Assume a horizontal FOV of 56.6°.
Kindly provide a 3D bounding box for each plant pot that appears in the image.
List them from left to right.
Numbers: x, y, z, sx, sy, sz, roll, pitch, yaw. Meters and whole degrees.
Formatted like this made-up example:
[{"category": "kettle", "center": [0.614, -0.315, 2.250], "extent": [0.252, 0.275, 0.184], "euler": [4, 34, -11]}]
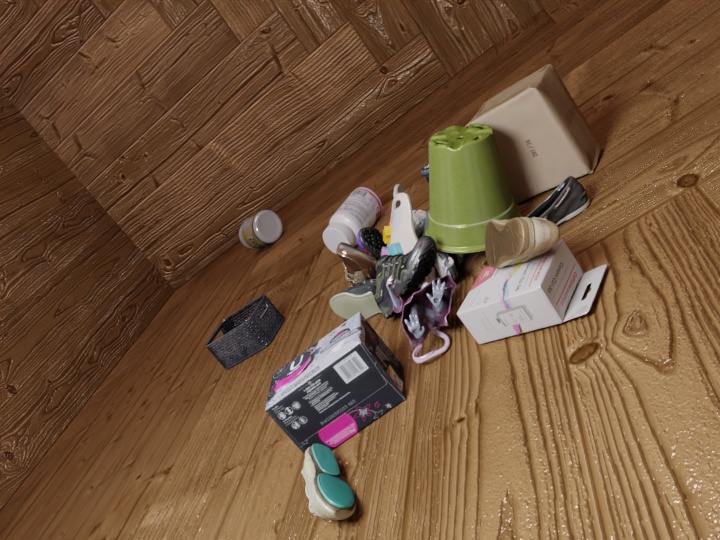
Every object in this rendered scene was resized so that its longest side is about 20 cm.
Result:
[{"category": "plant pot", "center": [0.202, -0.167, 1.266], "extent": [0.194, 0.195, 0.201], "euler": [-11, 26, 5]}]

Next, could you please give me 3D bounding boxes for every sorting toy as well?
[{"category": "sorting toy", "center": [0.089, -0.080, 1.397], "extent": [0.103, 0.186, 0.201], "euler": [-3, 16, -2]}]

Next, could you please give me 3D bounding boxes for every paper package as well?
[{"category": "paper package", "center": [0.337, -0.260, 1.310], "extent": [0.189, 0.201, 0.104], "euler": [-22, 22, 48]}]

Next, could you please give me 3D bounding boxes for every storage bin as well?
[{"category": "storage bin", "center": [-0.322, 0.172, 1.870], "extent": [0.197, 0.094, 0.136], "euler": [-30, 19, 30]}]

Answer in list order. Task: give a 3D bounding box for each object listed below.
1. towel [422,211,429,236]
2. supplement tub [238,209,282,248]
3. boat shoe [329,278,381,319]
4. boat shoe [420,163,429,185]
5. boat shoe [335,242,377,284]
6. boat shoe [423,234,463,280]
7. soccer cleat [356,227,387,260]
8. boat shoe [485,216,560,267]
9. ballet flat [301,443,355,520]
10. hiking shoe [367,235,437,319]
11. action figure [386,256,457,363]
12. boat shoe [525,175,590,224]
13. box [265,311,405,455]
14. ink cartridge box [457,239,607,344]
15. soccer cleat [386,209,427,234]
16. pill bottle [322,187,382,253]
[{"category": "towel", "center": [0.221, -0.125, 1.500], "extent": [0.169, 0.049, 0.201], "euler": [-30, 19, 23]}, {"category": "supplement tub", "center": [-0.449, -0.178, 2.982], "extent": [0.145, 0.145, 0.198], "euler": [-49, 18, -31]}, {"category": "boat shoe", "center": [0.014, 0.054, 1.447], "extent": [0.197, 0.075, 0.066], "euler": [-21, 21, 48]}, {"category": "boat shoe", "center": [0.222, -0.224, 1.511], "extent": [0.198, 0.092, 0.071], "euler": [-19, 24, 47]}, {"category": "boat shoe", "center": [0.000, 0.000, 1.484], "extent": [0.075, 0.199, 0.073], "euler": [26, 84, 35]}, {"category": "boat shoe", "center": [0.170, -0.035, 1.328], "extent": [0.060, 0.074, 0.201], "euler": [-20, 20, 3]}, {"category": "soccer cleat", "center": [0.032, -0.049, 1.532], "extent": [0.072, 0.070, 0.199], "euler": [-18, -15, 25]}, {"category": "boat shoe", "center": [0.233, -0.042, 0.992], "extent": [0.062, 0.074, 0.200], "euler": [-3, 2, -6]}, {"category": "ballet flat", "center": [-0.050, 0.317, 0.957], "extent": [0.200, 0.066, 0.064], "euler": [-136, 69, -77]}, {"category": "hiking shoe", "center": [0.071, -0.002, 1.287], "extent": [0.075, 0.101, 0.202], "euler": [-17, -34, -47]}, {"category": "action figure", "center": [0.125, 0.064, 1.176], "extent": [0.131, 0.153, 0.200], "euler": [-19, -3, 2]}, {"category": "boat shoe", "center": [0.308, -0.088, 1.178], "extent": [0.198, 0.057, 0.067], "euler": [-37, 16, 11]}, {"category": "box", "center": [-0.042, 0.190, 1.109], "extent": [0.198, 0.133, 0.115], "euler": [-36, 18, 12]}, {"category": "ink cartridge box", "center": [0.250, 0.028, 0.984], "extent": [0.198, 0.068, 0.117], "euler": [-23, 22, 46]}, {"category": "soccer cleat", "center": [0.117, -0.107, 1.577], "extent": [0.085, 0.069, 0.200], "euler": [-40, -6, 16]}, {"category": "pill bottle", "center": [-0.025, -0.145, 1.984], "extent": [0.112, 0.114, 0.201], "euler": [-21, 24, 47]}]
